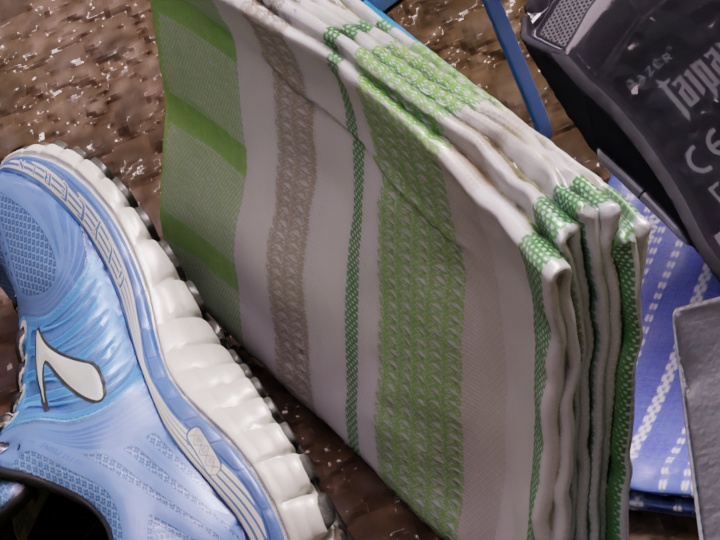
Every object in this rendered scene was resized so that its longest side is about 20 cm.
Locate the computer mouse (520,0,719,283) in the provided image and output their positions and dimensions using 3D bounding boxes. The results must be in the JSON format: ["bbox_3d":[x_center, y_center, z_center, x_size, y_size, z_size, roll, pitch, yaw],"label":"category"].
[{"bbox_3d":[0.107,-0.078,0.732,0.140,0.046,0.200,-45,84,-5],"label":"computer mouse"}]

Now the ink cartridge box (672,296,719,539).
[{"bbox_3d":[0.173,0.078,0.588,0.197,0.047,0.201,-17,60,22],"label":"ink cartridge box"}]

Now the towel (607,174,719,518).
[{"bbox_3d":[0.144,0.009,0.732,0.199,0.024,0.145,5,53,29],"label":"towel"}]

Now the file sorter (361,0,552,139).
[{"bbox_3d":[0.043,-0.128,0.824,0.200,0.139,0.123,-39,48,-10],"label":"file sorter"}]

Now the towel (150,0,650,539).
[{"bbox_3d":[0.000,0.000,0.720,0.031,0.150,0.200,-24,42,-27],"label":"towel"}]

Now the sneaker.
[{"bbox_3d":[-0.079,0.039,0.776,0.089,0.079,0.200,-31,45,-6],"label":"sneaker"}]
